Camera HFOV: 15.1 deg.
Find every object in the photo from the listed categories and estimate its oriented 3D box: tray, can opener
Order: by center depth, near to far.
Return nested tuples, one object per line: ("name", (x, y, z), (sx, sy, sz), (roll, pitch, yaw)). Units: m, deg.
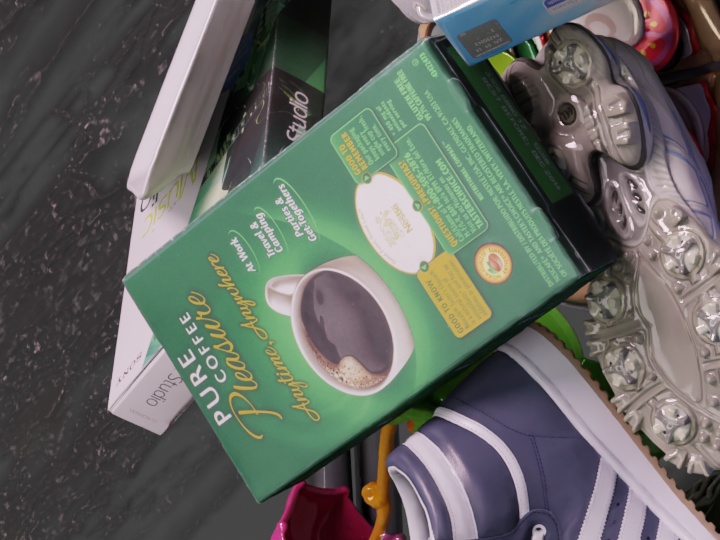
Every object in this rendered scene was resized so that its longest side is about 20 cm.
("tray", (-0.067, -0.128, 1.319), (0.107, 0.022, 0.201), (-151, 81, -79))
("can opener", (-0.007, 0.061, 1.390), (0.066, 0.052, 0.201), (-150, 54, -73))

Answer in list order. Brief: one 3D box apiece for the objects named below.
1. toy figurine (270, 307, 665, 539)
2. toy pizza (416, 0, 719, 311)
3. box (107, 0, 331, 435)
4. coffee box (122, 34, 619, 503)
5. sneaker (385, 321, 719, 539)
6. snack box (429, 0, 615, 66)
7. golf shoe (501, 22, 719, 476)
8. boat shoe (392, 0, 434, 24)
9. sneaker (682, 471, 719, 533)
("toy figurine", (0.035, 0.112, 1.304), (0.199, 0.150, 0.185), (26, 122, 17))
("toy pizza", (0.098, -0.077, 1.261), (0.200, 0.032, 0.201), (13, 111, 38))
("box", (-0.068, -0.037, 1.332), (0.144, 0.036, 0.201), (-48, 28, 39))
("coffee box", (0.000, 0.000, 1.166), (0.200, 0.044, 0.123), (-38, 82, 30))
("sneaker", (0.095, 0.131, 1.162), (0.200, 0.108, 0.070), (52, 166, 8))
("snack box", (0.076, -0.190, 1.147), (0.116, 0.037, 0.201), (-23, 49, 19))
("golf shoe", (0.136, -0.014, 1.164), (0.078, 0.097, 0.201), (-25, 81, 35))
("boat shoe", (0.033, -0.148, 1.249), (0.200, 0.072, 0.069), (12, 102, 49))
("sneaker", (0.146, 0.134, 1.253), (0.090, 0.067, 0.201), (33, 125, 24))
